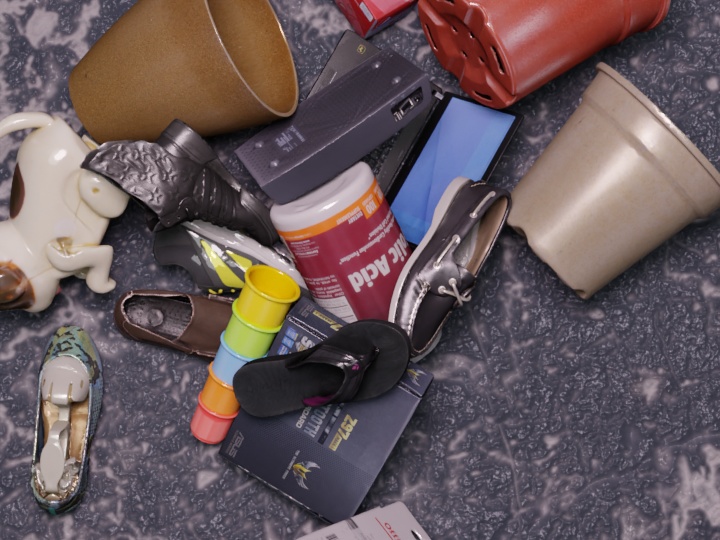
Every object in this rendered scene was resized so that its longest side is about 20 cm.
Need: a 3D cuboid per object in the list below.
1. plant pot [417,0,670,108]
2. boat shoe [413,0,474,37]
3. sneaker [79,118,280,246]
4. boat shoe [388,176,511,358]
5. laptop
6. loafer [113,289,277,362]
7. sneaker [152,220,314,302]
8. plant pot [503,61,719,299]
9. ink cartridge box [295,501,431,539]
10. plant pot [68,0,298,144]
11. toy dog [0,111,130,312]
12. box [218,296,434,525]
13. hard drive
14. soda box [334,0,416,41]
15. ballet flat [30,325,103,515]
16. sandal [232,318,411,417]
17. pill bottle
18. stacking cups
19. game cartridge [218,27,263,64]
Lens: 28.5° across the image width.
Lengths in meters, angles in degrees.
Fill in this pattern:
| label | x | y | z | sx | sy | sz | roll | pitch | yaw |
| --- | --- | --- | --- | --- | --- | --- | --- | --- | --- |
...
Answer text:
| label | x | y | z | sx | sy | sz | roll | pitch | yaw |
| --- | --- | --- | --- | --- | --- | --- | --- | --- | --- |
| plant pot | 0.177 | -0.279 | 1.446 | 0.195 | 0.201 | 0.201 | -37 | 84 | -16 |
| boat shoe | 0.081 | -0.327 | 1.543 | 0.066 | 0.070 | 0.200 | -29 | 82 | -15 |
| sneaker | -0.175 | -0.071 | 1.417 | 0.104 | 0.060 | 0.200 | -47 | 115 | -13 |
| boat shoe | 0.090 | 0.000 | 1.403 | 0.060 | 0.074 | 0.200 | 14 | 66 | 34 |
| laptop | 0.035 | -0.136 | 1.496 | 0.200 | 0.103 | 0.178 | 31 | 83 | -10 |
| loafer | -0.167 | 0.061 | 1.492 | 0.199 | 0.071 | 0.073 | 6 | 83 | 2 |
| sneaker | -0.130 | -0.006 | 1.510 | 0.200 | 0.074 | 0.085 | 30 | 106 | 2 |
| plant pot | 0.250 | -0.079 | 1.458 | 0.183 | 0.200 | 0.201 | -44 | 84 | 7 |
| ink cartridge box | 0.004 | 0.310 | 1.414 | 0.068 | 0.200 | 0.116 | -47 | 70 | 26 |
| plant pot | -0.195 | -0.209 | 1.468 | 0.199 | 0.186 | 0.187 | -21 | 82 | 20 |
| toy dog | -0.322 | -0.044 | 1.453 | 0.200 | 0.194 | 0.139 | -54 | 43 | -1 |
| box | -0.038 | 0.148 | 1.439 | 0.157 | 0.051 | 0.200 | 31 | 121 | 4 |
| hard drive | -0.026 | -0.147 | 1.445 | 0.200 | 0.135 | 0.042 | -35 | 118 | -3 |
| soda box | -0.020 | -0.355 | 1.535 | 0.070 | 0.063 | 0.200 | -33 | 87 | -20 |
| ballet flat | -0.310 | 0.156 | 1.485 | 0.074 | 0.074 | 0.201 | 0 | 83 | 1 |
| sandal | -0.039 | 0.105 | 1.362 | 0.200 | 0.048 | 0.076 | -21 | 103 | 27 |
| pill bottle | 0.000 | 0.000 | 1.444 | 0.114 | 0.114 | 0.200 | -29 | 112 | -3 |
| stacking cups | -0.123 | 0.090 | 1.457 | 0.060 | 0.061 | 0.200 | 27 | 120 | 4 |
| game cartridge | -0.166 | -0.324 | 1.562 | 0.129 | 0.038 | 0.201 | 1 | 83 | -3 |
